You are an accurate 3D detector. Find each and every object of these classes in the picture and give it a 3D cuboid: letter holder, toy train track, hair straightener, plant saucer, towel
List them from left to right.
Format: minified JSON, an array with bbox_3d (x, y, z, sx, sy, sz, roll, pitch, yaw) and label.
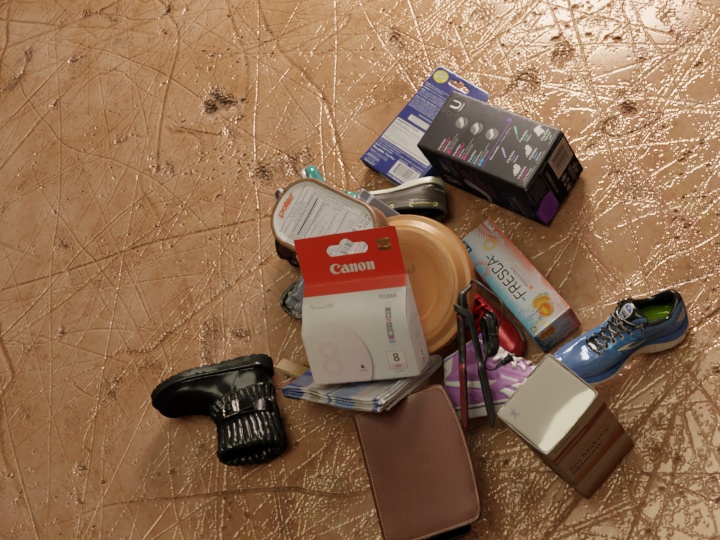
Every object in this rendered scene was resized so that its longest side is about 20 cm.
[{"bbox_3d":[-0.035,0.178,1.741,0.200,0.033,0.115,18,39,25],"label":"toy train track"},{"bbox_3d":[0.001,0.148,1.674,0.200,0.024,0.147,2,26,44],"label":"towel"},{"bbox_3d":[0.060,0.022,1.646,0.200,0.032,0.200,-2,86,24],"label":"plant saucer"},{"bbox_3d":[0.092,0.272,1.596,0.142,0.101,0.200,-23,57,11],"label":"letter holder"},{"bbox_3d":[0.166,0.110,1.579,0.077,0.041,0.200,-4,81,6],"label":"hair straightener"}]

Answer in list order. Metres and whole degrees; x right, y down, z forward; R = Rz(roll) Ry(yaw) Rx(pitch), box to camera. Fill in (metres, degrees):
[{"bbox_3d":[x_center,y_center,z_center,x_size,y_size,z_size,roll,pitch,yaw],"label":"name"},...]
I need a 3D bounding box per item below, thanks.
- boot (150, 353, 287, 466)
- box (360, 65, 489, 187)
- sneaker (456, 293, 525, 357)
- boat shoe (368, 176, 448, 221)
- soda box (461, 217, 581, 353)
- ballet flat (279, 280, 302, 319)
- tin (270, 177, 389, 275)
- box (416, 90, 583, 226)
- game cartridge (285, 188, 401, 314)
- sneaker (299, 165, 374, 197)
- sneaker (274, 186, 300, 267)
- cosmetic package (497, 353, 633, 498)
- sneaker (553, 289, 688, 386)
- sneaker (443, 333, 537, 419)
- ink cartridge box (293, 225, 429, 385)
[{"bbox_3d":[-0.215,0.223,1.780,0.211,0.079,0.158,-19,59,16],"label":"boot"},{"bbox_3d":[0.106,-0.219,1.877,0.121,0.032,0.200,37,86,34],"label":"box"},{"bbox_3d":[0.140,0.052,1.673,0.200,0.116,0.078,37,84,35],"label":"sneaker"},{"bbox_3d":[0.037,-0.083,1.815,0.201,0.072,0.061,-19,48,14],"label":"boat shoe"},{"bbox_3d":[0.221,0.020,1.682,0.068,0.064,0.200,-39,54,3],"label":"soda box"},{"bbox_3d":[-0.034,0.045,1.787,0.200,0.072,0.072,-3,64,26],"label":"ballet flat"},{"bbox_3d":[-0.045,-0.062,1.678,0.200,0.042,0.112,27,84,36],"label":"tin"},{"bbox_3d":[0.205,-0.165,1.747,0.200,0.122,0.106,26,79,33],"label":"box"},{"bbox_3d":[0.000,0.000,1.722,0.133,0.041,0.200,34,90,-6],"label":"game cartridge"},{"bbox_3d":[-0.010,-0.085,1.773,0.080,0.078,0.200,-44,90,11],"label":"sneaker"},{"bbox_3d":[-0.081,-0.028,1.830,0.076,0.116,0.200,-8,50,-19],"label":"sneaker"},{"bbox_3d":[0.260,0.198,1.488,0.103,0.200,0.087,-49,54,-2],"label":"cosmetic package"},{"bbox_3d":[0.334,0.078,1.552,0.200,0.089,0.079,-27,47,-10],"label":"sneaker"},{"bbox_3d":[0.204,0.131,1.604,0.200,0.073,0.114,-12,87,20],"label":"sneaker"},{"bbox_3d":[-0.008,0.051,1.606,0.162,0.200,0.057,-8,20,26],"label":"ink cartridge box"}]
